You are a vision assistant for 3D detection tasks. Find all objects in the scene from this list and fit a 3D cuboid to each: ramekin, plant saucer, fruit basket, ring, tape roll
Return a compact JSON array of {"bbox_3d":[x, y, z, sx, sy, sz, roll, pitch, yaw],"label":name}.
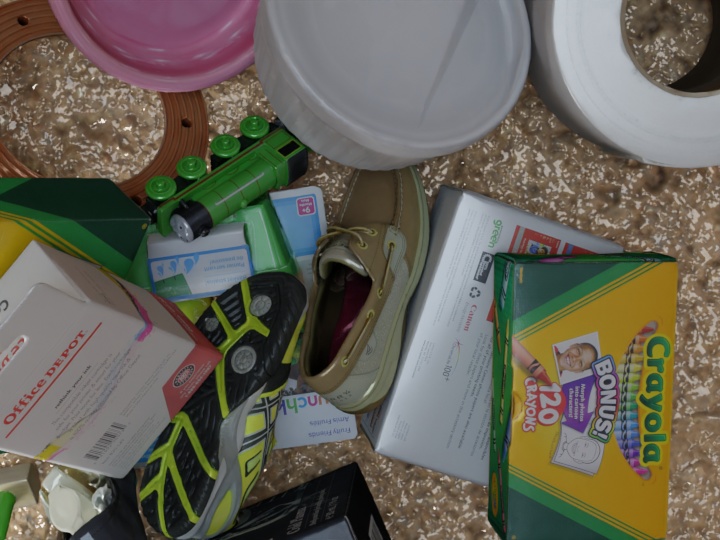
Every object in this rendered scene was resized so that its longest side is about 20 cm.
[{"bbox_3d":[0.015,-0.164,0.956,0.201,0.094,0.204,6,72,-19],"label":"ramekin"},{"bbox_3d":[-0.139,-0.234,0.974,0.199,0.051,0.202,-10,114,-23],"label":"plant saucer"},{"bbox_3d":[-0.106,0.047,1.004,0.184,0.094,0.201,-7,96,2],"label":"fruit basket"},{"bbox_3d":[-0.209,-0.116,0.981,0.199,0.019,0.202,10,62,-19],"label":"ring"},{"bbox_3d":[0.223,-0.179,0.949,0.201,0.139,0.204,0,98,-3],"label":"tape roll"}]

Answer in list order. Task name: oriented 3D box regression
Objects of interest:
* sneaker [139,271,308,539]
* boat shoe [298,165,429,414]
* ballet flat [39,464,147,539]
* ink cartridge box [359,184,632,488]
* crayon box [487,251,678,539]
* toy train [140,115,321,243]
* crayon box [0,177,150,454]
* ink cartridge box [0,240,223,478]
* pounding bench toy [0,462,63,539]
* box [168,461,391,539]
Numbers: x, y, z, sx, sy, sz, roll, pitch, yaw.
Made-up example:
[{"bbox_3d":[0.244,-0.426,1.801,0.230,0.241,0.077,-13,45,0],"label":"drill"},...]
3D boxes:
[{"bbox_3d":[-0.090,0.095,0.948,0.075,0.076,0.201,24,86,32],"label":"sneaker"},{"bbox_3d":[0.000,0.000,0.967,0.074,0.066,0.201,-8,65,37],"label":"boat shoe"},{"bbox_3d":[-0.195,0.170,0.956,0.073,0.200,0.074,-3,101,-15],"label":"ballet flat"},{"bbox_3d":[0.115,0.059,0.998,0.175,0.084,0.201,19,94,-10],"label":"ink cartridge box"},{"bbox_3d":[0.155,0.088,0.936,0.118,0.058,0.201,-1,97,-9],"label":"crayon box"},{"bbox_3d":[-0.074,-0.082,0.973,0.056,0.042,0.200,38,59,24],"label":"toy train"},{"bbox_3d":[-0.251,0.036,0.875,0.058,0.172,0.201,40,117,29],"label":"crayon box"},{"bbox_3d":[-0.192,0.057,0.850,0.117,0.200,0.067,-49,60,4],"label":"ink cartridge box"},{"bbox_3d":[-0.258,0.253,0.987,0.124,0.156,0.201,-20,92,3],"label":"pounding bench toy"},{"bbox_3d":[-0.071,0.245,0.960,0.196,0.200,0.125,-24,91,2],"label":"box"}]
